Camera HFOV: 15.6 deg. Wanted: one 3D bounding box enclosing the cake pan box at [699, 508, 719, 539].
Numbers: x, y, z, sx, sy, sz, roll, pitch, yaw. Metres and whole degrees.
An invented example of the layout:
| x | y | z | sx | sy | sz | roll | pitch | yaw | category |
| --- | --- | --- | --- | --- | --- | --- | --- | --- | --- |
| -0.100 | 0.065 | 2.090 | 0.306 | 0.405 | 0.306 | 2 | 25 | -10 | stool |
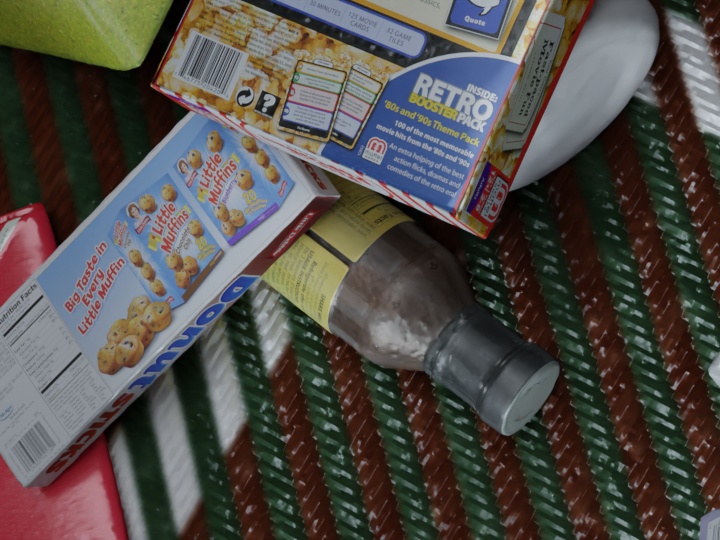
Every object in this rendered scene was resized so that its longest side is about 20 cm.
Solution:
| x | y | z | sx | sy | sz | roll | pitch | yaw | category |
| --- | --- | --- | --- | --- | --- | --- | --- | --- | --- |
| 0.186 | 0.150 | 0.956 | 0.052 | 0.200 | 0.185 | 24 | 55 | -21 | cake pan box |

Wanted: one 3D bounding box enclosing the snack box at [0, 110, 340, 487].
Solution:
| x | y | z | sx | sy | sz | roll | pitch | yaw | category |
| --- | --- | --- | --- | --- | --- | --- | --- | --- | --- |
| -0.100 | 0.006 | 1.168 | 0.200 | 0.024 | 0.072 | -44 | 69 | 20 | snack box |

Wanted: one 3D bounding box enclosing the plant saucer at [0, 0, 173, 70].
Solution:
| x | y | z | sx | sy | sz | roll | pitch | yaw | category |
| --- | --- | --- | --- | --- | --- | --- | --- | --- | --- |
| -0.121 | -0.199 | 1.204 | 0.199 | 0.048 | 0.201 | 16 | 79 | 57 | plant saucer |

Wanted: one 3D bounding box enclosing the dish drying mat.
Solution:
| x | y | z | sx | sy | sz | roll | pitch | yaw | category |
| --- | --- | --- | --- | --- | --- | --- | --- | --- | --- |
| -0.158 | 0.072 | 1.220 | 0.076 | 0.018 | 0.201 | -19 | 72 | 10 | dish drying mat |

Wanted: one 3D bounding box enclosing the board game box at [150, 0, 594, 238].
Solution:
| x | y | z | sx | sy | sz | roll | pitch | yaw | category |
| --- | --- | --- | --- | --- | --- | --- | --- | --- | --- |
| 0.023 | -0.135 | 1.080 | 0.151 | 0.046 | 0.201 | 25 | 88 | 22 | board game box |

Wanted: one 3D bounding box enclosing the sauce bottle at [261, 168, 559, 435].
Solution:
| x | y | z | sx | sy | sz | roll | pitch | yaw | category |
| --- | --- | --- | --- | --- | --- | --- | --- | --- | --- |
| 0.000 | 0.000 | 1.168 | 0.200 | 0.065 | 0.065 | 39 | 89 | 21 | sauce bottle |

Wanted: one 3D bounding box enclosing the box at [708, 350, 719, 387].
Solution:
| x | y | z | sx | sy | sz | roll | pitch | yaw | category |
| --- | --- | --- | --- | --- | --- | --- | --- | --- | --- |
| 0.261 | 0.045 | 1.062 | 0.199 | 0.097 | 0.125 | 31 | 86 | 20 | box |

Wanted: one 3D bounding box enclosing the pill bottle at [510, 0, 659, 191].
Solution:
| x | y | z | sx | sy | sz | roll | pitch | yaw | category |
| --- | --- | --- | --- | --- | --- | --- | --- | --- | --- |
| 0.031 | -0.140 | 1.167 | 0.116 | 0.116 | 0.200 | -42 | 69 | 3 | pill bottle |
